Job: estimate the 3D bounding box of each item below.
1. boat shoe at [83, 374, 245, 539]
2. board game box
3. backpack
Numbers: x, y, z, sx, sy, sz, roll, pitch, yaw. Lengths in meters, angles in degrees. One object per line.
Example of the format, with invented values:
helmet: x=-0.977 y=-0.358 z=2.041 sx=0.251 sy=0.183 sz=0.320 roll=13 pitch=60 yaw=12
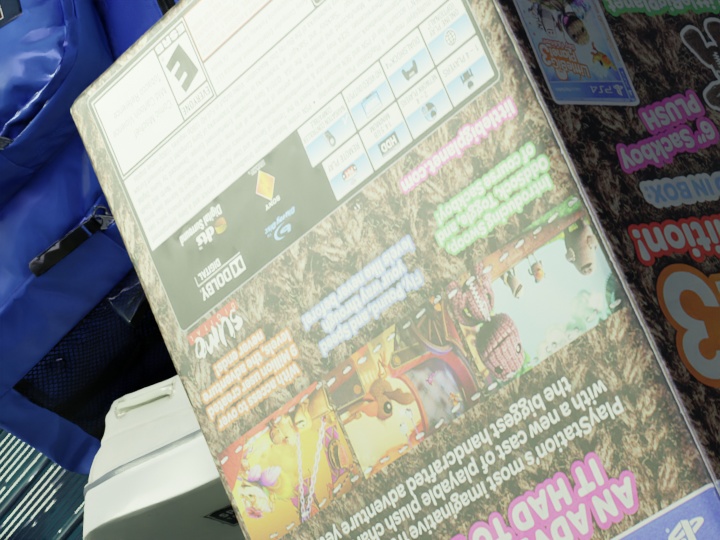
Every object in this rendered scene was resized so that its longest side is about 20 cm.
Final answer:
boat shoe: x=-0.016 y=0.045 z=0.941 sx=0.200 sy=0.072 sz=0.066 roll=-27 pitch=52 yaw=42
board game box: x=0.036 y=0.003 z=0.721 sx=0.159 sy=0.096 sz=0.201 roll=-36 pitch=71 yaw=44
backpack: x=-0.083 y=-0.051 z=1.023 sx=0.200 sy=0.168 sz=0.163 roll=-38 pitch=47 yaw=15
